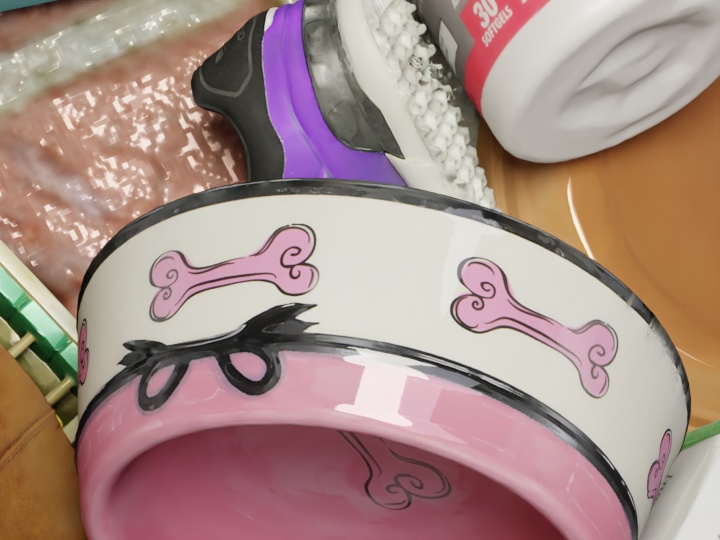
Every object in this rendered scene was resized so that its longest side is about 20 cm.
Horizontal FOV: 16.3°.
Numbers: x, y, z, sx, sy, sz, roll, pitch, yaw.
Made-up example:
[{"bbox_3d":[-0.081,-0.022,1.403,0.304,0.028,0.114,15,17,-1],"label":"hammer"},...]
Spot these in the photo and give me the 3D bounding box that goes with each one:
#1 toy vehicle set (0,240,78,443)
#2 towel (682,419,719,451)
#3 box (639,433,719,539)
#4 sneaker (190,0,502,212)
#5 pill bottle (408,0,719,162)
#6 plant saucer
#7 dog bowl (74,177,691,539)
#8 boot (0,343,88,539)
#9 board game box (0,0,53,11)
[{"bbox_3d":[-0.188,0.008,0.835,0.200,0.027,0.124,46,66,-3],"label":"toy vehicle set"},{"bbox_3d":[0.199,0.113,0.874,0.199,0.153,0.023,35,71,-6],"label":"towel"},{"bbox_3d":[0.127,0.198,0.838,0.198,0.131,0.201,36,67,-7],"label":"box"},{"bbox_3d":[0.000,0.000,0.886,0.099,0.070,0.201,-18,104,15],"label":"sneaker"},{"bbox_3d":[0.050,-0.147,0.901,0.110,0.111,0.201,-21,65,-23],"label":"pill bottle"},{"bbox_3d":[0.141,-0.031,0.956,0.199,0.037,0.202,5,75,-18],"label":"plant saucer"},{"bbox_3d":[0.001,0.061,0.786,0.199,0.200,0.074,22,54,-12],"label":"dog bowl"},{"bbox_3d":[-0.133,0.132,0.759,0.189,0.068,0.200,54,36,-10],"label":"boot"},{"bbox_3d":[-0.092,-0.138,0.825,0.199,0.151,0.047,-16,77,-30],"label":"board game box"}]
